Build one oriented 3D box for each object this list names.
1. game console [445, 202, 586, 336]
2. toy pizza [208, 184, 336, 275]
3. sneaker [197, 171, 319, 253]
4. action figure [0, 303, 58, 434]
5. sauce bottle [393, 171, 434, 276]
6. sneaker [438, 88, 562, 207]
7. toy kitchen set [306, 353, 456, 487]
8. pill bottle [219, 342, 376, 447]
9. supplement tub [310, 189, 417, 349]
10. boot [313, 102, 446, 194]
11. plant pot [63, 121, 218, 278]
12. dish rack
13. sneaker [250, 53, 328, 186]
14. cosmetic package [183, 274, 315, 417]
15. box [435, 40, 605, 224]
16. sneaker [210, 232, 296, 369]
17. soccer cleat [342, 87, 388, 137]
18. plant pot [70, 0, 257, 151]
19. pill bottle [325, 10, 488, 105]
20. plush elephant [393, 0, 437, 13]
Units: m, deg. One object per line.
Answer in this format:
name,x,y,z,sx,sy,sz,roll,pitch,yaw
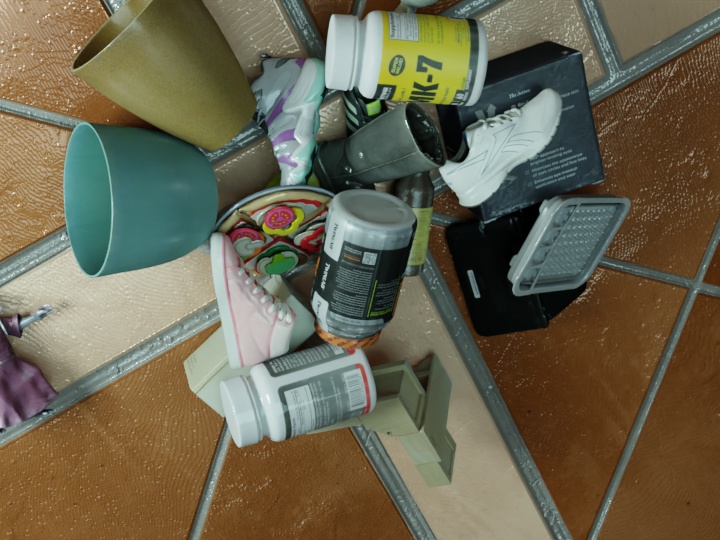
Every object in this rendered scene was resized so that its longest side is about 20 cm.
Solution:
game console,0.247,-0.016,1.708,0.175,0.116,0.200,-11,114,20
toy pizza,-0.111,-0.047,1.508,0.200,0.032,0.200,-14,149,-9
sneaker,-0.133,-0.061,1.552,0.200,0.076,0.105,-33,115,-3
action figure,-0.507,0.121,1.518,0.149,0.134,0.200,-11,103,34
sauce bottle,0.077,-0.093,1.606,0.065,0.065,0.201,3,109,-17
sneaker,0.192,-0.178,1.480,0.200,0.075,0.087,-45,109,3
toy kitchen set,0.038,0.221,1.702,0.180,0.163,0.200,-14,126,24
pill bottle,-0.089,0.172,1.521,0.199,0.114,0.114,-15,113,-17
supplement tub,0.000,0.000,1.491,0.122,0.123,0.200,4,120,-17
boot,0.041,-0.134,1.515,0.200,0.073,0.182,-15,123,37
plant pot,-0.284,-0.095,1.437,0.161,0.200,0.201,-4,111,-31
dish rack,0.304,-0.046,1.617,0.200,0.044,0.172,-4,128,-44
sneaker,-0.125,-0.200,1.495,0.139,0.078,0.201,10,84,2
cosmetic package,-0.159,0.107,1.590,0.200,0.104,0.073,-45,115,2
box,0.228,-0.204,1.580,0.196,0.117,0.200,-20,114,-8
sneaker,-0.144,0.035,1.479,0.104,0.075,0.201,-10,113,-4
soccer cleat,0.011,-0.219,1.533,0.067,0.081,0.200,-20,113,-8
plant pot,-0.232,-0.254,1.394,0.186,0.186,0.200,-45,114,3
pill bottle,0.058,-0.279,1.422,0.199,0.114,0.115,3,108,-8
plush elephant,0.057,-0.411,1.427,0.200,0.155,0.165,9,148,-33
